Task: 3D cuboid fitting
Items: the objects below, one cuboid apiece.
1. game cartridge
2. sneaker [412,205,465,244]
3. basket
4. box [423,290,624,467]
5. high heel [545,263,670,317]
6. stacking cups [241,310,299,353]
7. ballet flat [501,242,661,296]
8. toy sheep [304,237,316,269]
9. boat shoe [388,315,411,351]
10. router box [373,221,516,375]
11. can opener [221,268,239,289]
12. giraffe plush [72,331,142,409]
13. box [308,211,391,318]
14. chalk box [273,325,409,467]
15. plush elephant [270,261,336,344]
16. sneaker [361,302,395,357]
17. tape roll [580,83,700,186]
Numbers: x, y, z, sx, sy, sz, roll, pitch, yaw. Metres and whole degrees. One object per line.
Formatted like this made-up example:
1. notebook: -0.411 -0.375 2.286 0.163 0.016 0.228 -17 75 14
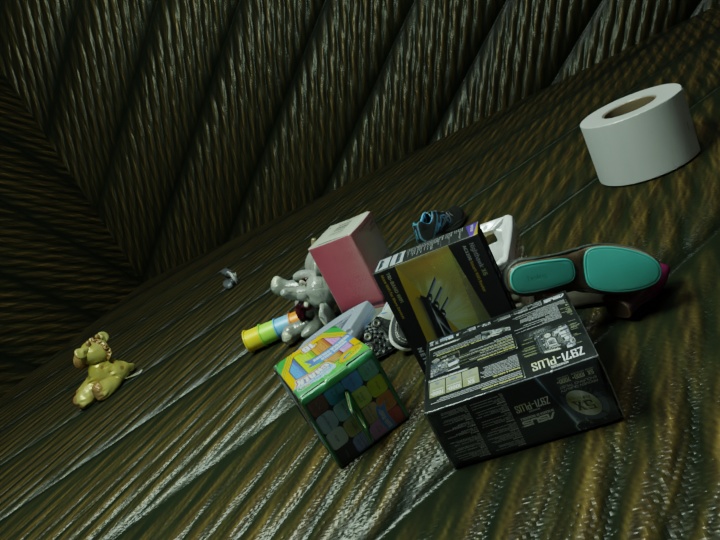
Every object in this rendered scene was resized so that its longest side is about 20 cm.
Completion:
1. game cartridge: -0.059 0.136 1.039 0.200 0.042 0.133 -35 6 34
2. sneaker: 0.205 -0.128 1.393 0.073 0.082 0.200 -14 21 44
3. basket: 0.208 0.013 0.900 0.135 0.124 0.200 -20 18 26
4. box: 0.186 0.127 0.661 0.199 0.086 0.164 -24 17 16
5. high heel: 0.344 0.010 0.799 0.096 0.068 0.200 -37 31 -16
6. stacking cups: -0.182 0.129 1.282 0.199 0.061 0.061 -26 17 8
7. ballet flat: 0.288 -0.003 0.724 0.199 0.068 0.068 -1 7 5
8. toy sheep: -0.081 -0.013 1.423 0.138 0.138 0.200 -32 23 -12
9. boat shoe: 0.114 0.056 0.964 0.200 0.074 0.060 -49 -17 -35
10. router box: 0.132 0.053 0.769 0.157 0.201 0.052 -22 17 21
11. can opener: -0.524 0.027 2.138 0.066 0.053 0.200 -33 17 -13
12. giraffe plush: -0.776 0.281 1.594 0.199 0.163 0.173 -31 17 -8
13. box: 0.000 0.000 1.131 0.109 0.201 0.128 -18 19 28
14. chalk box: -0.024 0.179 0.779 0.124 0.125 0.200 -33 19 -16
15. plush elephant: -0.108 0.058 1.184 0.199 0.166 0.155 -9 -21 2
16. sneaker: 0.066 0.093 1.014 0.200 0.072 0.073 -50 -16 -33
17. tape roll: 0.591 -0.287 1.151 0.202 0.140 0.203 -25 17 8
